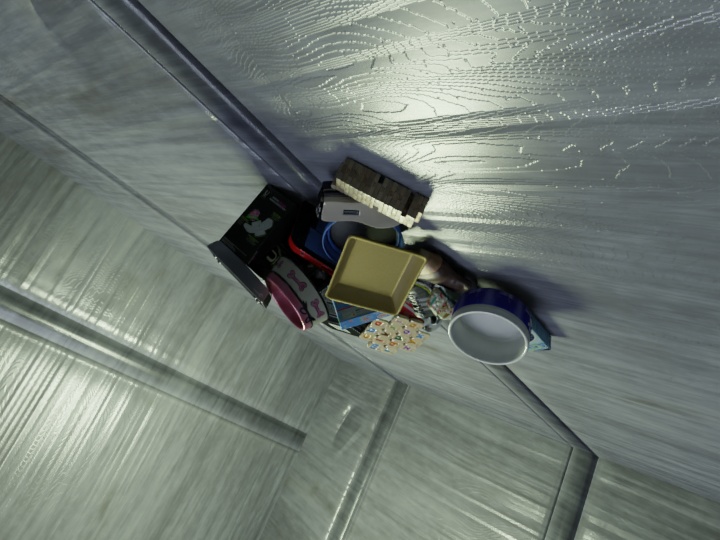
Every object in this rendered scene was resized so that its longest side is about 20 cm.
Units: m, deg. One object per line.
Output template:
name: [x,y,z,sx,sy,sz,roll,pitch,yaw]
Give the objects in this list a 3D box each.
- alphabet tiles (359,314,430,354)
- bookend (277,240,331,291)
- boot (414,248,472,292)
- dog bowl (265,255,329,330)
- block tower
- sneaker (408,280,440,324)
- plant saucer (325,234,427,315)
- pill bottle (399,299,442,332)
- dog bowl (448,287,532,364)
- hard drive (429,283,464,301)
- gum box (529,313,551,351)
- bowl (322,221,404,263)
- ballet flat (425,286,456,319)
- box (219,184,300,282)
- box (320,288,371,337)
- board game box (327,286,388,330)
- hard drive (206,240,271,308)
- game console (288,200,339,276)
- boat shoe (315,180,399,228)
alphabet tiles: [0.103,0.194,1.610,0.191,0.015,0.201,17,140,-20]
bookend: [-0.114,-0.044,1.462,0.092,0.199,0.200,41,157,22]
boot: [0.174,0.015,1.369,0.164,0.074,0.199,33,162,-15]
dog bowl: [-0.169,0.066,1.370,0.200,0.073,0.202,44,159,21]
block tower: [0.038,-0.158,1.089,0.196,0.055,0.058,26,164,3]
sneaker: [0.167,0.084,1.467,0.198,0.083,0.073,30,166,-27]
plant saucer: [0.034,0.003,1.279,0.195,0.049,0.202,15,129,-13]
pill bottle: [0.155,0.101,1.597,0.198,0.114,0.111,36,162,-27]
dog bowl: [0.320,0.139,1.317,0.195,0.080,0.203,16,140,14]
hard drive: [0.289,0.085,1.491,0.197,0.027,0.132,28,164,0]
gum box: [0.395,0.160,1.433,0.167,0.045,0.199,-12,141,38]
bowl: [0.007,-0.075,1.277,0.195,0.040,0.203,3,142,3]
ballet flat: [0.222,0.095,1.411,0.076,0.064,0.199,48,-173,34]
box: [-0.248,-0.096,1.444,0.123,0.201,0.149,36,172,29]
box: [-0.025,0.094,1.709,0.197,0.202,0.123,11,162,44]
board game box: [-0.010,0.069,1.540,0.202,0.148,0.037,-112,9,-46]
hard drive: [-0.308,0.010,1.381,0.200,0.042,0.135,45,168,4]
game console: [-0.085,-0.074,1.372,0.198,0.179,0.031,33,134,-18]
boat shoe: [-0.001,-0.153,1.166,0.195,0.094,0.076,6,132,-11]
